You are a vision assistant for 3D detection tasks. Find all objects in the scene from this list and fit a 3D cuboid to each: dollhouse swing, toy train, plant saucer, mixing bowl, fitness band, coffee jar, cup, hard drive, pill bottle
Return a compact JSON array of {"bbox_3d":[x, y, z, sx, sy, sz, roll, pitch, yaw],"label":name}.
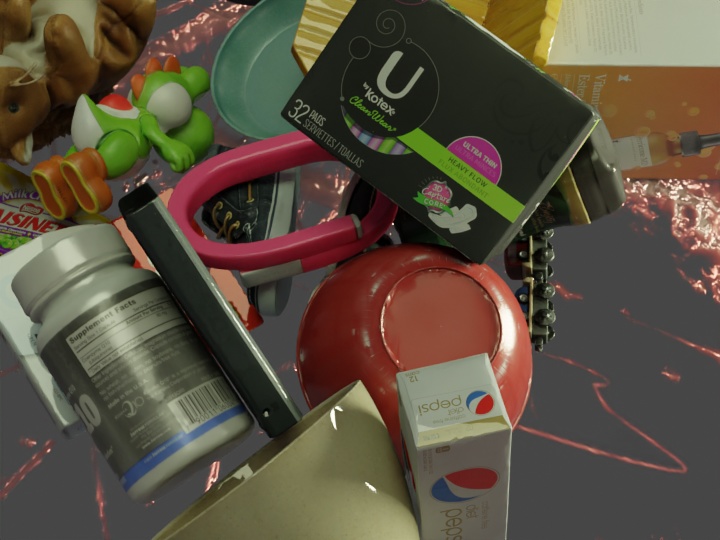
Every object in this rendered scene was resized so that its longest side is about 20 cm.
[{"bbox_3d":[0.061,-0.245,1.174,0.176,0.182,0.200,23,71,-19],"label":"dollhouse swing"},{"bbox_3d":[0.150,-0.013,1.174,0.046,0.034,0.200,0,52,6],"label":"toy train"},{"bbox_3d":[-0.050,-0.202,1.292,0.200,0.036,0.200,-11,57,18],"label":"plant saucer"},{"bbox_3d":[0.054,0.057,1.037,0.200,0.108,0.201,3,72,-9],"label":"mixing bowl"},{"bbox_3d":[-0.067,-0.059,1.124,0.200,0.037,0.144,-16,48,-6],"label":"fitness band"},{"bbox_3d":[0.128,-0.072,1.153,0.200,0.085,0.104,-18,46,13],"label":"coffee jar"},{"bbox_3d":[-0.036,0.195,0.944,0.200,0.200,0.143,-38,89,-24],"label":"cup"},{"bbox_3d":[-0.121,0.027,1.019,0.033,0.200,0.140,-34,14,-6],"label":"hard drive"},{"bbox_3d":[-0.180,0.070,1.023,0.114,0.114,0.200,-31,81,-20],"label":"pill bottle"}]

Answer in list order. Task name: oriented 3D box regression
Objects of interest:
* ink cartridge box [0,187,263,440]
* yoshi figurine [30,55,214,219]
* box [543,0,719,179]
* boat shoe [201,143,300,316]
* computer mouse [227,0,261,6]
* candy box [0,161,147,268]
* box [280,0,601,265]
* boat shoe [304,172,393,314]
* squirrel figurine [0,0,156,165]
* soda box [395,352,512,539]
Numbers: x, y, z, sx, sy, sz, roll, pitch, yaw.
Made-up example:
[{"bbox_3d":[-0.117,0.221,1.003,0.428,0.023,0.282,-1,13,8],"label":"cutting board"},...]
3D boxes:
[{"bbox_3d":[-0.206,0.026,1.124,0.200,0.047,0.160,-31,74,-18],"label":"ink cartridge box"},{"bbox_3d":[-0.200,-0.111,1.214,0.112,0.112,0.200,35,53,10],"label":"yoshi figurine"},{"bbox_3d":[0.257,-0.172,1.215,0.200,0.152,0.106,1,52,3],"label":"box"},{"bbox_3d":[-0.105,-0.038,1.183,0.091,0.071,0.200,2,46,2],"label":"boat shoe"},{"bbox_3d":[-0.114,-0.326,1.414,0.200,0.053,0.139,14,56,27],"label":"computer mouse"},{"bbox_3d":[-0.293,-0.026,1.204,0.200,0.026,0.102,26,57,20],"label":"candy box"},{"bbox_3d":[0.068,-0.122,1.045,0.200,0.124,0.149,37,102,8],"label":"box"},{"bbox_3d":[0.000,0.000,1.149,0.060,0.076,0.200,10,66,11],"label":"boat shoe"},{"bbox_3d":[-0.298,-0.168,1.216,0.141,0.200,0.187,25,56,1],"label":"squirrel figurine"},{"bbox_3d":[0.068,0.144,0.952,0.068,0.200,0.064,-12,53,-4],"label":"soda box"}]
